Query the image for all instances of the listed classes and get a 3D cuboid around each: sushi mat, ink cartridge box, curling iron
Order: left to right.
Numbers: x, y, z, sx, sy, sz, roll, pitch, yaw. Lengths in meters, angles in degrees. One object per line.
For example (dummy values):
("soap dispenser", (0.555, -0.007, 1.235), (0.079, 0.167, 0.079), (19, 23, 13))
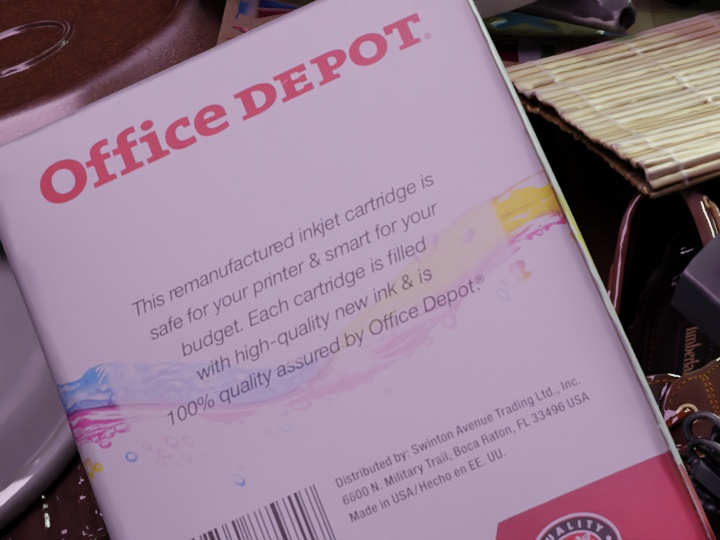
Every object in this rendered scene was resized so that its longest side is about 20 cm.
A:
("ink cartridge box", (0.006, 0.042, 0.715), (0.145, 0.145, 0.200), (-23, 72, 4))
("curling iron", (0.035, -0.128, 0.992), (0.200, 0.026, 0.050), (33, 92, 48))
("sushi mat", (0.154, -0.073, 0.920), (0.200, 0.012, 0.096), (-17, 36, -30))

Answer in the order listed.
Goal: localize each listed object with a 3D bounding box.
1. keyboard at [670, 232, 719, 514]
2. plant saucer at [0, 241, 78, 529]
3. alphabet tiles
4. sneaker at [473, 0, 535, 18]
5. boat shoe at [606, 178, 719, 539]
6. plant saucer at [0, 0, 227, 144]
("keyboard", (0.176, 0.060, 0.768), (0.200, 0.021, 0.127), (41, 68, 20))
("plant saucer", (-0.195, 0.037, 0.987), (0.200, 0.050, 0.200), (-13, 43, 12))
("alphabet tiles", (0.047, -0.095, 0.982), (0.200, 0.006, 0.166), (3, 25, 1))
("sneaker", (-0.006, -0.145, 0.953), (0.200, 0.085, 0.073), (7, 53, 28))
("boat shoe", (0.101, 0.056, 0.821), (0.070, 0.070, 0.200), (-18, 41, 23))
("plant saucer", (-0.138, -0.078, 1.049), (0.200, 0.035, 0.200), (-15, 25, 7))
